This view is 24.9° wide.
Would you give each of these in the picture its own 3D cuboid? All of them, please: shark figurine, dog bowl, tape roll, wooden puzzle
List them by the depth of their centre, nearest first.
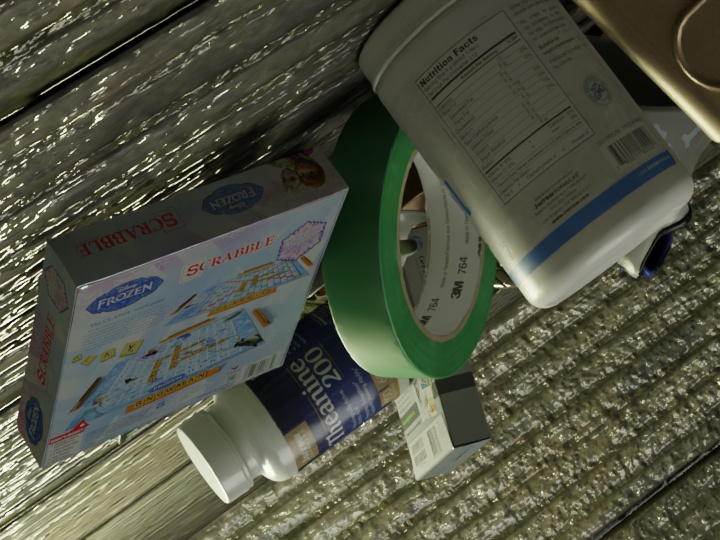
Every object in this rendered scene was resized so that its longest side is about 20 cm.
[{"bbox_3d":[0.229,-0.202,1.032,0.200,0.185,0.046,-44,-177,45],"label":"wooden puzzle"},{"bbox_3d":[0.039,-0.025,1.162,0.048,0.203,0.200,0,-170,27],"label":"tape roll"},{"bbox_3d":[0.187,-0.129,1.260,0.199,0.198,0.059,-26,132,-51],"label":"dog bowl"},{"bbox_3d":[-0.008,-0.013,1.317,0.090,0.127,0.215,-54,-176,20],"label":"shark figurine"}]

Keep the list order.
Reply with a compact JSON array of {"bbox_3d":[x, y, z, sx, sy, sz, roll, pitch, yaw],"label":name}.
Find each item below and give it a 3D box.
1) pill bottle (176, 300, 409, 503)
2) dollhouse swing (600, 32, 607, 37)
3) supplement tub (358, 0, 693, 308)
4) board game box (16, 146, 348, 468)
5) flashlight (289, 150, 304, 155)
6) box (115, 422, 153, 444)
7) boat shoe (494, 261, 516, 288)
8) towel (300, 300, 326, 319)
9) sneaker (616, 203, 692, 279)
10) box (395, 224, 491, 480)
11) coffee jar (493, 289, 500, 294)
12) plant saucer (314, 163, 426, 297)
[{"bbox_3d":[-0.063,0.118,1.476,0.199,0.111,0.111,-35,171,-15],"label":"pill bottle"},{"bbox_3d":[0.314,-0.161,1.523,0.183,0.175,0.200,-62,164,18],"label":"dollhouse swing"},{"bbox_3d":[0.105,-0.091,1.036,0.131,0.201,0.132,-35,171,-7],"label":"supplement tub"},{"bbox_3d":[-0.118,0.025,1.057,0.198,0.041,0.200,-22,152,-32],"label":"board game box"},{"bbox_3d":[-0.057,-0.015,1.211,0.200,0.067,0.068,115,-4,-63],"label":"flashlight"},{"bbox_3d":[-0.135,0.061,1.391,0.199,0.048,0.193,-35,170,-15],"label":"box"},{"bbox_3d":[0.144,-0.035,1.276,0.071,0.077,0.199,-28,-168,-38],"label":"boat shoe"},{"bbox_3d":[0.011,0.050,1.683,0.197,0.037,0.148,-5,171,0],"label":"towel"},{"bbox_3d":[0.202,-0.044,1.387,0.198,0.116,0.081,-9,-151,49],"label":"sneaker"},{"bbox_3d":[0.057,0.079,1.503,0.041,0.202,0.156,-13,165,-15],"label":"box"},{"bbox_3d":[0.144,-0.045,1.701,0.199,0.104,0.086,-35,142,-39],"label":"coffee jar"},{"bbox_3d":[0.028,-0.051,1.491,0.199,0.036,0.200,-37,172,-6],"label":"plant saucer"}]
